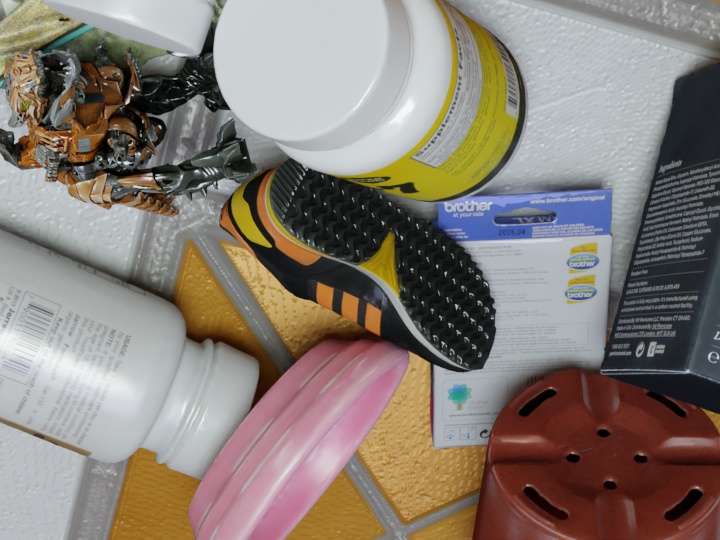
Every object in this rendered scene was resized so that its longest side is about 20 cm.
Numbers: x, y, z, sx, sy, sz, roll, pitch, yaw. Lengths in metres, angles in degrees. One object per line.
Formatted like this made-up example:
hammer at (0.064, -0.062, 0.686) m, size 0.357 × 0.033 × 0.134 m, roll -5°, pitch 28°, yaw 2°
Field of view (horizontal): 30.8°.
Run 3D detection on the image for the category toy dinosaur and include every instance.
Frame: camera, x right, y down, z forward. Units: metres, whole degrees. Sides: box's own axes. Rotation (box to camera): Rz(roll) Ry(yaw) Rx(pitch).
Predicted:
toy dinosaur at (-0.138, -0.082, 0.763) m, size 0.135 × 0.200 × 0.102 m, roll -16°, pitch 90°, yaw 1°

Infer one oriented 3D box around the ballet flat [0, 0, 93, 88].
ballet flat at (-0.198, -0.138, 0.731) m, size 0.200 × 0.071 × 0.071 m, roll -32°, pitch 115°, yaw 9°

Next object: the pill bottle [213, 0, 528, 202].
pill bottle at (0.010, -0.103, 0.713) m, size 0.114 × 0.200 × 0.115 m, roll -2°, pitch 85°, yaw 25°

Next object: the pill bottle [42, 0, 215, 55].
pill bottle at (-0.090, -0.216, 0.648) m, size 0.111 × 0.111 × 0.201 m, roll 17°, pitch 92°, yaw -11°

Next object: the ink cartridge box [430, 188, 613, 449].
ink cartridge box at (0.107, 0.030, 0.892) m, size 0.119 × 0.042 × 0.200 m, roll -3°, pitch 122°, yaw -1°

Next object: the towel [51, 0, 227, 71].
towel at (-0.140, -0.213, 0.750) m, size 0.148 × 0.037 × 0.200 m, roll -17°, pitch 117°, yaw 6°

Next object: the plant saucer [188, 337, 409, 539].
plant saucer at (-0.046, 0.119, 0.861) m, size 0.051 × 0.200 × 0.201 m, roll 37°, pitch 114°, yaw 12°

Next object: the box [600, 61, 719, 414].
box at (0.277, -0.003, 0.789) m, size 0.199 × 0.124 × 0.197 m, roll 18°, pitch 81°, yaw -12°

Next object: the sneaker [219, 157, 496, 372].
sneaker at (0.000, 0.000, 0.828) m, size 0.200 × 0.070 × 0.090 m, roll 37°, pitch 151°, yaw -29°

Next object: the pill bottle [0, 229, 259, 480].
pill bottle at (-0.174, 0.061, 0.854) m, size 0.200 × 0.114 × 0.115 m, roll 24°, pitch 115°, yaw -15°

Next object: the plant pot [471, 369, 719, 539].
plant pot at (0.155, 0.183, 0.866) m, size 0.200 × 0.201 × 0.196 m, roll -4°, pitch 131°, yaw 0°
